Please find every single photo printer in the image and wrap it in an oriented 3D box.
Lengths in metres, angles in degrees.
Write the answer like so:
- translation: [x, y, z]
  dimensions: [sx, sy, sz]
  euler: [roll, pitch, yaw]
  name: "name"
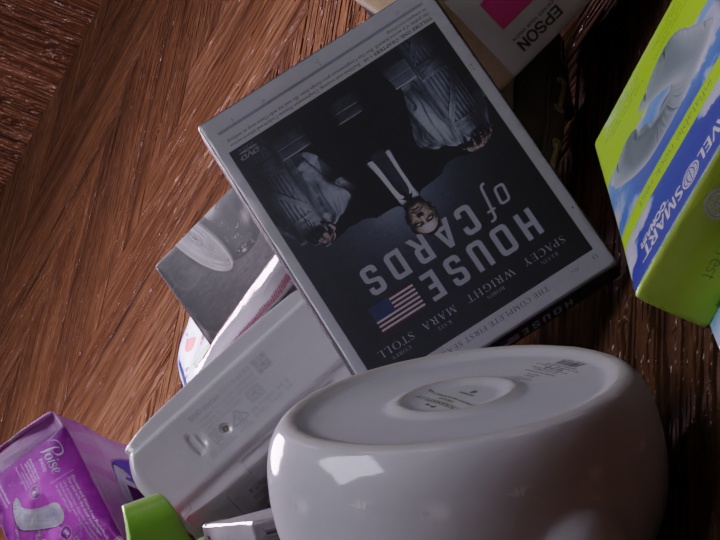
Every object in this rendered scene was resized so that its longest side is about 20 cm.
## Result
- translation: [-0.050, 0.098, 1.659]
  dimensions: [0.166, 0.069, 0.200]
  euler: [-42, -17, -4]
  name: "photo printer"

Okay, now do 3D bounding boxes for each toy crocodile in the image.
- translation: [-0.103, 0.170, 1.521]
  dimensions: [0.200, 0.067, 0.062]
  euler: [64, -176, -76]
  name: "toy crocodile"

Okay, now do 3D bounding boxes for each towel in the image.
- translation: [0.000, 0.000, 1.671]
  dimensions: [0.200, 0.030, 0.146]
  euler: [-24, -22, -42]
  name: "towel"

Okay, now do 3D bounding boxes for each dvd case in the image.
- translation: [0.024, -0.038, 1.475]
  dimensions: [0.150, 0.200, 0.025]
  euler: [-32, -24, -2]
  name: "dvd case"

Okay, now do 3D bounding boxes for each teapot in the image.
- translation: [0.052, 0.125, 1.270]
  dimensions: [0.200, 0.197, 0.146]
  euler: [-47, -50, -70]
  name: "teapot"

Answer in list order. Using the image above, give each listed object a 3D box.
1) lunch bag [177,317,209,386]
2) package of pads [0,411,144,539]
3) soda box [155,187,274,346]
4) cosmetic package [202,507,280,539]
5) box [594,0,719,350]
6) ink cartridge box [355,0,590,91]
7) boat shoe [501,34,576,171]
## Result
- translation: [-0.080, 0.049, 2.057]
  dimensions: [0.200, 0.075, 0.160]
  euler: [-113, 44, -70]
  name: "lunch bag"
- translation: [-0.146, 0.172, 1.710]
  dimensions: [0.076, 0.200, 0.121]
  euler: [-36, 63, 9]
  name: "package of pads"
- translation: [-0.030, -0.041, 1.679]
  dimensions: [0.200, 0.071, 0.063]
  euler: [-45, -22, 23]
  name: "soda box"
- translation: [-0.026, 0.222, 1.418]
  dimensions: [0.083, 0.051, 0.200]
  euler: [-14, 88, 66]
  name: "cosmetic package"
- translation: [0.168, -0.061, 1.325]
  dimensions: [0.200, 0.048, 0.122]
  euler: [-95, 30, -64]
  name: "box"
- translation: [0.100, -0.199, 1.610]
  dimensions: [0.200, 0.075, 0.165]
  euler: [-44, 17, 2]
  name: "ink cartridge box"
- translation: [0.091, -0.092, 1.615]
  dimensions: [0.072, 0.060, 0.202]
  euler: [-40, 16, 30]
  name: "boat shoe"
